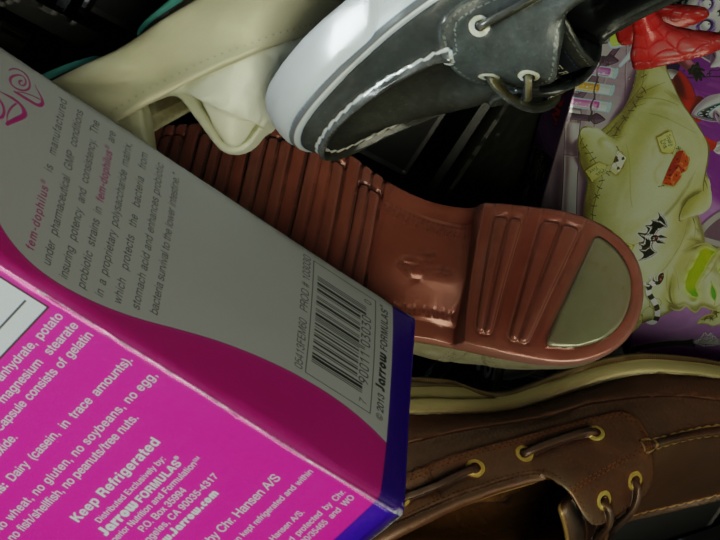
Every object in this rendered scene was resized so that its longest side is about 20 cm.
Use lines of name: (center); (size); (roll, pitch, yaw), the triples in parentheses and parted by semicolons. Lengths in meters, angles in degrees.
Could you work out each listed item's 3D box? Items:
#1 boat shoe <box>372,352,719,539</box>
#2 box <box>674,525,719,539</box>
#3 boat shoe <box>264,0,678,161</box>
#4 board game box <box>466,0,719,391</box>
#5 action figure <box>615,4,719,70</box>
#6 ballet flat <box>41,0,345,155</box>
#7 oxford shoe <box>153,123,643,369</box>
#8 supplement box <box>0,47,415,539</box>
boat shoe: (0.072, 0.079, 1.034); (0.199, 0.068, 0.072); (-4, 139, -21)
box: (0.202, 0.188, 1.175); (0.160, 0.044, 0.201); (-18, 118, -4)
boat shoe: (0.059, -0.086, 0.915); (0.200, 0.057, 0.069); (-32, 162, 17)
board game box: (0.119, -0.022, 1.064); (0.120, 0.032, 0.201); (5, 114, -20)
action figure: (0.110, -0.180, 0.953); (0.099, 0.065, 0.201); (-17, 109, 0)
ballet flat: (-0.070, -0.056, 0.974); (0.200, 0.070, 0.070); (-29, 119, 5)
oxford shoe: (0.000, 0.000, 1.015); (0.199, 0.074, 0.071); (17, 79, 4)
supplement box: (-0.091, 0.024, 0.917); (0.200, 0.101, 0.103); (35, 122, -21)
